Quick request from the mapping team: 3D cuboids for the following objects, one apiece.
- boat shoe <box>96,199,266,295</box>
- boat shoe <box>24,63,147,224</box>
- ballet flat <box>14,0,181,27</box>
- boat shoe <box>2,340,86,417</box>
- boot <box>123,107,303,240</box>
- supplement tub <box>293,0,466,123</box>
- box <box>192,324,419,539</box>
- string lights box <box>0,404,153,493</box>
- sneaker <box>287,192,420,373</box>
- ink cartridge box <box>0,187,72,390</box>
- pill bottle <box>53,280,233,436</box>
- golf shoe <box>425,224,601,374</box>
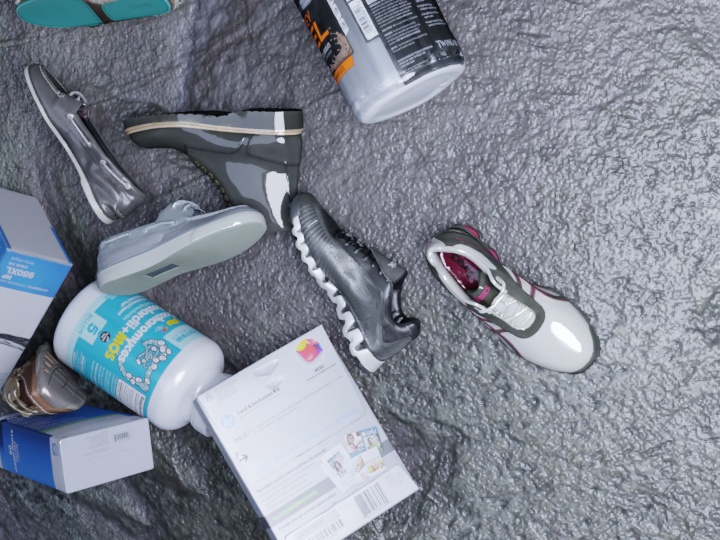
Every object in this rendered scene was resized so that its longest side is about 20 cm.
[{"bbox_3d":[-0.194,-0.038,1.146,0.201,0.070,0.072,-21,68,17],"label":"boat shoe"},{"bbox_3d":[-0.305,-0.150,1.224,0.057,0.067,0.200,-28,91,6],"label":"boat shoe"},{"bbox_3d":[-0.283,-0.308,1.200,0.200,0.076,0.064,0,66,17],"label":"ballet flat"},{"bbox_3d":[-0.352,0.133,1.203,0.072,0.200,0.076,-39,100,-9],"label":"boat shoe"},{"bbox_3d":[-0.157,-0.101,1.166,0.200,0.077,0.139,3,102,22],"label":"boot"},{"bbox_3d":[0.007,-0.254,1.056,0.122,0.122,0.200,-29,85,21],"label":"supplement tub"},{"bbox_3d":[-0.057,0.181,1.129,0.156,0.041,0.200,-30,86,-20],"label":"box"},{"bbox_3d":[-0.323,0.189,1.202,0.200,0.103,0.059,0,98,51],"label":"string lights box"},{"bbox_3d":[0.000,0.000,1.123,0.090,0.066,0.200,-27,90,19],"label":"sneaker"},{"bbox_3d":[-0.428,0.024,1.247,0.200,0.084,0.145,-57,46,17],"label":"ink cartridge box"},{"bbox_3d":[-0.227,0.100,1.195,0.200,0.111,0.111,30,106,14],"label":"pill bottle"},{"bbox_3d":[0.141,0.036,1.060,0.200,0.088,0.077,38,106,11],"label":"golf shoe"}]
